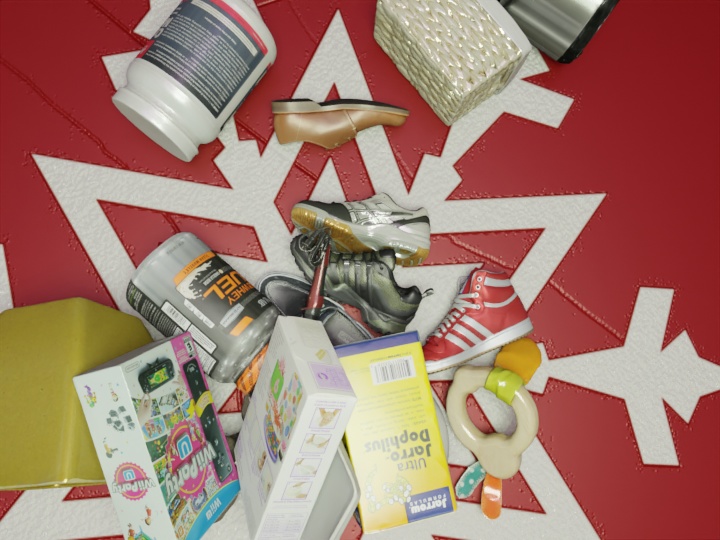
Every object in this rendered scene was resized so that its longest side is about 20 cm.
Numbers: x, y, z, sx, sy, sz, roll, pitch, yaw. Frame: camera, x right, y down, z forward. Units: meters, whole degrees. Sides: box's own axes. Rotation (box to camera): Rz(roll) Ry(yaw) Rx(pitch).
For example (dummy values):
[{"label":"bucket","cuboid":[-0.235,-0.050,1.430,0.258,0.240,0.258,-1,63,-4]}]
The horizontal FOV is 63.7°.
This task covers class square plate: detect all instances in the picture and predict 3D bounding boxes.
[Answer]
[{"label":"square plate","cuboid":[-0.059,0.246,0.668,0.028,0.199,0.202,11,116,-26]}]

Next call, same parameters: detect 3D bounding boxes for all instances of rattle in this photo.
[{"label":"rattle","cuboid":[0.192,0.213,0.803,0.129,0.143,0.203,-6,103,19]}]

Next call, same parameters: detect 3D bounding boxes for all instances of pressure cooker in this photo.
[{"label":"pressure cooker","cuboid":[0.267,-0.418,0.827,0.199,0.176,0.180,34,107,2]}]

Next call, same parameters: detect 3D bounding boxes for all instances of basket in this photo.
[{"label":"basket","cuboid":[0.120,-0.326,0.823,0.123,0.136,0.201,-38,87,-5]}]

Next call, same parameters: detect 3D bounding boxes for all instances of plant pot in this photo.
[{"label":"plant pot","cuboid":[-0.339,0.145,0.674,0.192,0.196,0.203,-9,70,14]}]

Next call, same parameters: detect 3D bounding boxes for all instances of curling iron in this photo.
[{"label":"curling iron","cuboid":[-0.068,0.043,0.733,0.049,0.025,0.203,3,100,-45]}]

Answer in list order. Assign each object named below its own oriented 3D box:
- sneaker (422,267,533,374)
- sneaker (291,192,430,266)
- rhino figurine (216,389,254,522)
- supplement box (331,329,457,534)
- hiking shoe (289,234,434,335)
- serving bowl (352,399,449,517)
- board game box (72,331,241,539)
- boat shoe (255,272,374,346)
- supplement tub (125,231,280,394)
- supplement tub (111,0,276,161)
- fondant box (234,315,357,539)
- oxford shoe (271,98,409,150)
[{"label":"sneaker","cuboid":[0.132,0.067,0.796,0.198,0.071,0.114,-20,88,-15]},{"label":"sneaker","cuboid":[0.003,-0.071,0.815,0.198,0.076,0.089,16,66,-6]},{"label":"rhino figurine","cuboid":[-0.168,0.236,0.754,0.087,0.060,0.201,37,79,-2]},{"label":"supplement box","cuboid":[0.029,0.184,0.685,0.108,0.109,0.203,-10,78,-9]},{"label":"hiking shoe","cuboid":[0.000,0.000,0.785,0.199,0.076,0.101,36,98,-8]},{"label":"serving bowl","cuboid":[0.027,0.233,0.767,0.197,0.066,0.203,1,81,-5]},{"label":"board game box","cuboid":[-0.212,0.184,0.631,0.064,0.148,0.202,-15,94,13]},{"label":"boat shoe","cuboid":[-0.057,0.067,0.782,0.199,0.068,0.072,37,81,1]},{"label":"supplement tub","cuboid":[-0.188,0.057,0.746,0.200,0.123,0.123,40,81,2]},{"label":"supplement tub","cuboid":[-0.220,-0.265,0.781,0.140,0.140,0.201,35,80,1]},{"label":"fondant box","cuboid":[-0.080,0.174,0.640,0.058,0.145,0.202,10,114,-25]},{"label":"oxford shoe","cuboid":[-0.027,-0.211,0.837,0.197,0.071,0.072,-3,110,-5]}]
